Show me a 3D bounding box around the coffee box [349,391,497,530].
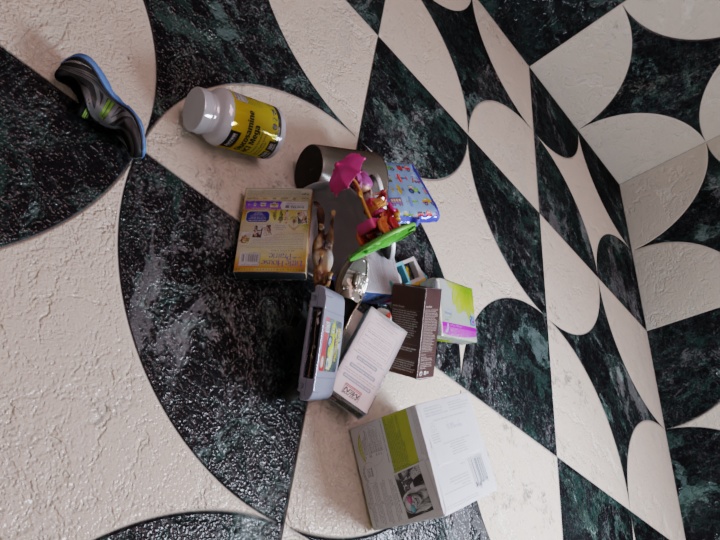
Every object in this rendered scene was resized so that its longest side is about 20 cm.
[{"bbox_3d":[0.125,0.385,1.232,0.196,0.196,0.206,3,65,-47],"label":"coffee box"}]

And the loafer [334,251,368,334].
[{"bbox_3d":[-0.027,0.065,1.245,0.070,0.205,0.063,19,12,-23],"label":"loafer"}]

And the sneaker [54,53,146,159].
[{"bbox_3d":[-0.447,-0.273,1.044,0.201,0.070,0.083,53,53,-13],"label":"sneaker"}]

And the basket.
[{"bbox_3d":[-0.047,-0.215,1.429,0.196,0.134,0.187,8,76,-42],"label":"basket"}]

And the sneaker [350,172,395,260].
[{"bbox_3d":[0.017,-0.110,1.386,0.097,0.070,0.206,-21,108,-19],"label":"sneaker"}]

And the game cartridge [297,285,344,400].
[{"bbox_3d":[-0.070,0.139,1.135,0.133,0.040,0.207,38,59,-76],"label":"game cartridge"}]

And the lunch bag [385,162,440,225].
[{"bbox_3d":[0.103,-0.181,1.518,0.147,0.096,0.202,-2,40,-30],"label":"lunch bag"}]

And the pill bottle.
[{"bbox_3d":[-0.258,-0.304,1.240,0.197,0.111,0.116,6,64,-47],"label":"pill bottle"}]

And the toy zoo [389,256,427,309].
[{"bbox_3d":[0.124,0.040,1.572,0.198,0.020,0.135,-19,85,-53],"label":"toy zoo"}]

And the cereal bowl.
[{"bbox_3d":[-0.067,-0.085,1.306,0.083,0.195,0.205,36,30,-85],"label":"cereal bowl"}]

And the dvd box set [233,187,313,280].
[{"bbox_3d":[-0.170,-0.076,1.208,0.030,0.141,0.205,88,2,-59],"label":"dvd box set"}]

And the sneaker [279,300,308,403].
[{"bbox_3d":[-0.126,0.155,1.182,0.105,0.059,0.201,51,35,-14],"label":"sneaker"}]

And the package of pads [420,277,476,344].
[{"bbox_3d":[0.236,0.108,1.606,0.197,0.067,0.160,15,68,-50],"label":"package of pads"}]

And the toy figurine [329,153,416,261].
[{"bbox_3d":[0.016,-0.140,1.195,0.199,0.148,0.188,-18,82,-62],"label":"toy figurine"}]

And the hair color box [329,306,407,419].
[{"bbox_3d":[0.010,0.190,1.254,0.098,0.061,0.203,33,60,-5],"label":"hair color box"}]

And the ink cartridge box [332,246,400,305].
[{"bbox_3d":[0.000,0.000,1.402,0.197,0.075,0.141,10,61,-48],"label":"ink cartridge box"}]

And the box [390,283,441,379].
[{"bbox_3d":[0.121,0.137,1.390,0.074,0.098,0.207,2,94,-48],"label":"box"}]

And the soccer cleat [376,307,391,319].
[{"bbox_3d":[0.030,0.183,1.348,0.067,0.078,0.205,16,65,0],"label":"soccer cleat"}]

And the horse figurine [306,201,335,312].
[{"bbox_3d":[-0.076,-0.033,1.210,0.048,0.133,0.206,3,64,-9],"label":"horse figurine"}]
